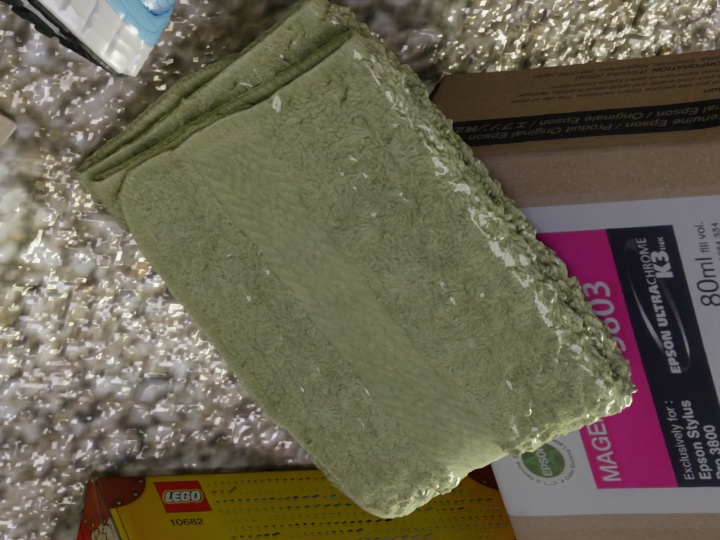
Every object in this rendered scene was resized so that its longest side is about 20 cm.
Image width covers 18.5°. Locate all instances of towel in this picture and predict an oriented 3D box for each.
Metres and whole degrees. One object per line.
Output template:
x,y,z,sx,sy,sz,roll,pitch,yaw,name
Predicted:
0.000,0.000,0.842,0.148,0.037,0.200,-29,109,34,towel

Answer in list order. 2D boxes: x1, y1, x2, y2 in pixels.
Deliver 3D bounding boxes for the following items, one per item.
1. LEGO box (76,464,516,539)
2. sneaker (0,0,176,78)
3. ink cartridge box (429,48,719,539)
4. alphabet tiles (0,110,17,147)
-0.030,0.169,0.992,0.199,0.077,0.150,1,124,-25,LEGO box
-0.120,-0.156,0.732,0.090,0.078,0.200,-51,134,-8,sneaker
0.120,0.017,0.874,0.164,0.075,0.201,-5,122,26,ink cartridge box
-0.226,-0.004,0.823,0.167,0.008,0.200,31,108,-37,alphabet tiles
